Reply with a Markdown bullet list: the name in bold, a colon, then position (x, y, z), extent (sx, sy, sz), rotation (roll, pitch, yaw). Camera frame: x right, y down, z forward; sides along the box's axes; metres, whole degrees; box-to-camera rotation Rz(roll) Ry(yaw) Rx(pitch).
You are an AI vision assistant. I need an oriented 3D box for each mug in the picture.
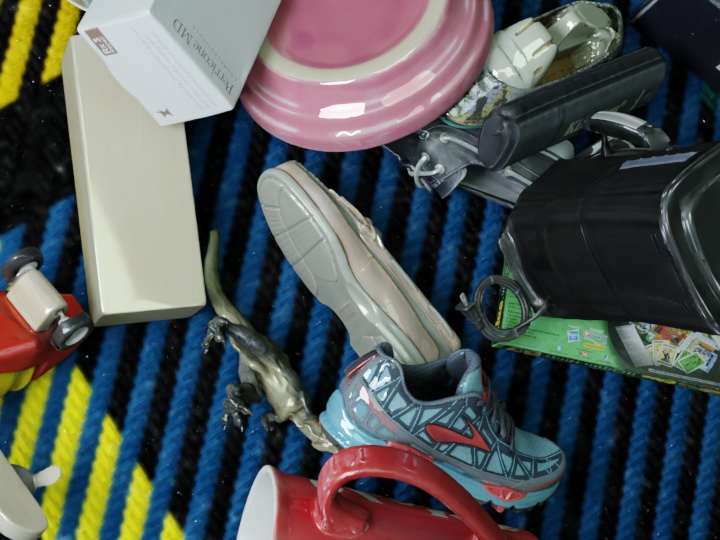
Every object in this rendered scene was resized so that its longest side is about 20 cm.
- **mug**: position (0.024, 0.211, 0.972), extent (0.199, 0.178, 0.134), rotation (13, 64, -13)

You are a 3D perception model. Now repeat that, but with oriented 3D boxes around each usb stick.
- **usb stick**: position (0.160, -0.122, 1.066), extent (0.200, 0.056, 0.033), rotation (-25, 56, -40)

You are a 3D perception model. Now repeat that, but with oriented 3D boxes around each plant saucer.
- **plant saucer**: position (-0.004, -0.180, 1.043), extent (0.200, 0.051, 0.201), rotation (-8, 57, 12)

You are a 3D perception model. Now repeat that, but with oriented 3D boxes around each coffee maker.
- **coffee maker**: position (0.199, -0.012, 0.994), extent (0.135, 0.200, 0.192), rotation (38, 77, -20)

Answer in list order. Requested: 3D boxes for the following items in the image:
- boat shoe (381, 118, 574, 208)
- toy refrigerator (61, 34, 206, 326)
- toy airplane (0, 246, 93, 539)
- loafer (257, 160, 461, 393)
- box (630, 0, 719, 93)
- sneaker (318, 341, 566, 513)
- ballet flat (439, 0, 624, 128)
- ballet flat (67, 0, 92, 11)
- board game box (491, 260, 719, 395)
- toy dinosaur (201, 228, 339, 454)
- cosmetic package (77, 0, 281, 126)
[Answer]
- **boat shoe**: position (0.065, -0.090, 1.083), extent (0.199, 0.072, 0.068), rotation (18, 72, -15)
- **toy refrigerator**: position (-0.166, -0.065, 1.033), extent (0.076, 0.070, 0.201), rotation (-6, 82, -19)
- **toy airplane**: position (-0.286, 0.076, 0.946), extent (0.198, 0.141, 0.201), rotation (18, 45, -18)
- **loafer**: position (0.000, 0.000, 1.061), extent (0.063, 0.072, 0.200), rotation (-37, 95, -31)
- **box**: position (0.356, -0.223, 1.145), extent (0.200, 0.104, 0.182), rotation (36, 74, -3)
- **sneaker**: position (0.075, 0.107, 1.012), extent (0.199, 0.079, 0.096), rotation (18, 109, -28)
- **ballet flat**: position (0.131, -0.165, 1.071), extent (0.200, 0.072, 0.072), rotation (-26, 86, -40)
- **ballet flat**: position (-0.222, -0.246, 1.051), extent (0.067, 0.064, 0.200), rotation (-16, 57, -50)
- **board game box**: position (0.206, 0.028, 1.113), extent (0.199, 0.023, 0.105), rotation (13, 79, -9)
- **toy dinosaur**: position (-0.078, 0.064, 1.027), extent (0.047, 0.088, 0.200), rotation (-34, 85, 24)
- **cosmetic package**: position (-0.108, -0.211, 1.002), extent (0.102, 0.074, 0.201), rotation (48, 47, -40)
